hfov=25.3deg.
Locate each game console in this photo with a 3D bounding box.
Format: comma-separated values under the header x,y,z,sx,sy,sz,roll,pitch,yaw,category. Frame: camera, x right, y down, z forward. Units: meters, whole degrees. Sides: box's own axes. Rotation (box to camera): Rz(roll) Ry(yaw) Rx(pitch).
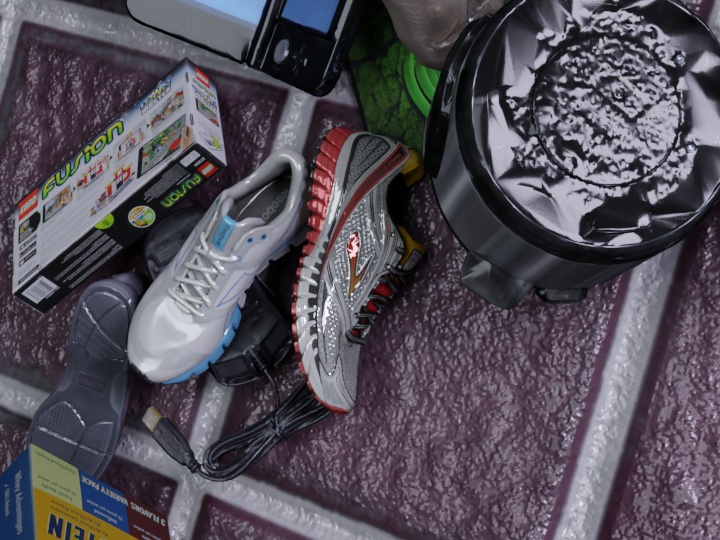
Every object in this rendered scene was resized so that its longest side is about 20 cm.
x,y,z,sx,sy,sz,roll,pitch,yaw,category
-0.066,-0.249,1.163,0.176,0.116,0.202,33,105,60,game console

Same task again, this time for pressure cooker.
x,y,z,sx,sy,sz,roll,pitch,yaw,category
0.129,-0.075,0.997,0.174,0.200,0.180,-17,84,-6,pressure cooker

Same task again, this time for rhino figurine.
x,y,z,sx,sy,sz,roll,pitch,yaw,category
0.035,-0.217,1.083,0.087,0.200,0.060,-32,28,15,rhino figurine

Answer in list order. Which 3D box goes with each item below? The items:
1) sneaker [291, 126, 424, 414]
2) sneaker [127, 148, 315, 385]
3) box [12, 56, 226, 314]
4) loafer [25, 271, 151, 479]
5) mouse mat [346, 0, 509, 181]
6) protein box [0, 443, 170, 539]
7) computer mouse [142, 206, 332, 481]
x,y,z,sx,sy,sz,roll,pitch,yaw,category
0.000,0.000,1.119,0.081,0.078,0.202,7,83,11,sneaker
-0.102,-0.010,1.138,0.075,0.087,0.201,34,80,13,sneaker
-0.190,-0.065,1.238,0.199,0.035,0.111,-37,38,21,box
-0.202,0.092,1.243,0.071,0.063,0.201,26,113,10,loafer
0.056,-0.181,1.158,0.160,0.008,0.202,-22,74,25,mouse mat
-0.240,0.278,1.145,0.200,0.135,0.199,-45,33,17,protein box
-0.112,0.060,1.188,0.140,0.046,0.200,-39,73,-4,computer mouse
